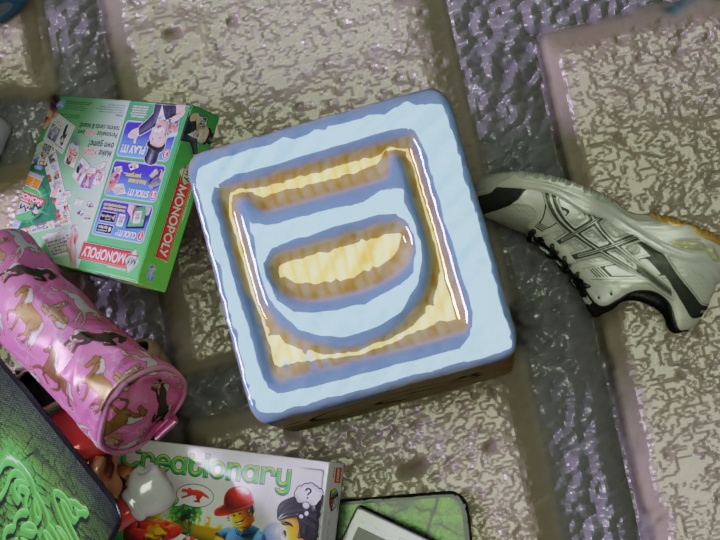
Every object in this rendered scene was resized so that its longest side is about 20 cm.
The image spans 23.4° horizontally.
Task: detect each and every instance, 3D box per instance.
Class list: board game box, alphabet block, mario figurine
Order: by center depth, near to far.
[{"bbox_3d":[0.000,0.000,1.266,0.195,0.200,0.197,-14,82,4],"label":"alphabet block"},{"bbox_3d":[-0.197,0.193,1.284,0.123,0.106,0.200,7,83,5],"label":"mario figurine"},{"bbox_3d":[-0.192,-0.062,1.309,0.200,0.029,0.135,11,83,50],"label":"board game box"},{"bbox_3d":[-0.117,0.197,1.312,0.200,0.035,0.126,4,83,20],"label":"board game box"}]

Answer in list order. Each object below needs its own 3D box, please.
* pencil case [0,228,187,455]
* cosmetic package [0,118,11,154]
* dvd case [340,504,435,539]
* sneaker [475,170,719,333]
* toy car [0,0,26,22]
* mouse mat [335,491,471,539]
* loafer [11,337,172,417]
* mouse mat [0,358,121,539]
[{"bbox_3d":[-0.214,0.051,1.253,0.200,0.086,0.083,38,122,31],"label":"pencil case"},{"bbox_3d":[-0.345,-0.114,1.305,0.102,0.200,0.074,22,86,6],"label":"cosmetic package"},{"bbox_3d":[0.023,0.298,1.296,0.150,0.025,0.200,24,87,7],"label":"dvd case"},{"bbox_3d":[0.174,-0.013,1.316,0.200,0.076,0.088,19,85,7],"label":"sneaker"},{"bbox_3d":[-0.378,-0.268,1.326,0.177,0.200,0.184,-31,82,0],"label":"toy car"},{"bbox_3d":[-0.011,0.256,1.327,0.200,0.008,0.161,-5,83,5],"label":"mouse mat"},{"bbox_3d":[-0.240,0.094,1.332,0.200,0.063,0.072,-14,46,0],"label":"loafer"},{"bbox_3d":[-0.255,0.172,1.258,0.200,0.008,0.161,43,114,33],"label":"mouse mat"}]
